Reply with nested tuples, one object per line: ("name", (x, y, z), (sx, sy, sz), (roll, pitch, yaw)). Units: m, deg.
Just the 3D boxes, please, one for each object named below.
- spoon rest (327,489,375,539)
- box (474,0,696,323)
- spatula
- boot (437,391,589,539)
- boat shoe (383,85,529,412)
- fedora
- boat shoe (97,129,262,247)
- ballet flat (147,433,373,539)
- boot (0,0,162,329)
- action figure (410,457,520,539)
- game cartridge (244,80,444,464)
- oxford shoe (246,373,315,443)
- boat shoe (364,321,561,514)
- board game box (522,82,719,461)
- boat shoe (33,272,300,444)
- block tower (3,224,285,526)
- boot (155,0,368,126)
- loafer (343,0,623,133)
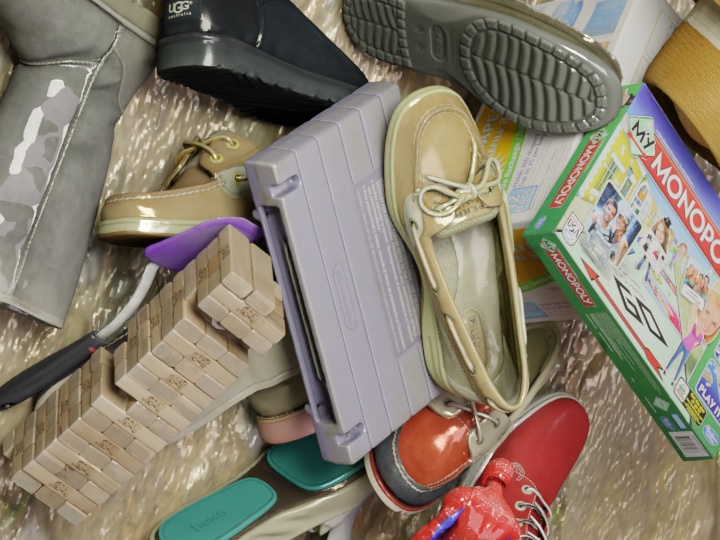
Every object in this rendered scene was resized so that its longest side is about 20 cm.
("spoon rest", (-0.006, 0.210, 1.595), (0.201, 0.060, 0.099), (-63, 164, -10))
("box", (0.141, -0.075, 1.583), (0.101, 0.112, 0.201), (44, 56, -31))
("spatula", (-0.145, 0.025, 1.443), (0.200, 0.021, 0.056), (-38, 156, 10))
("boot", (0.117, 0.175, 1.623), (0.200, 0.144, 0.072), (-52, 121, -15))
("boat shoe", (0.064, -0.012, 1.467), (0.073, 0.063, 0.202), (-17, 111, -27))
("fedora", (0.235, -0.106, 1.523), (0.082, 0.201, 0.201), (-42, 121, 6))
("boat shoe", (-0.084, -0.053, 1.491), (0.199, 0.074, 0.067), (-10, 94, -49))
("ballet flat", (-0.051, 0.151, 1.563), (0.199, 0.069, 0.070), (-27, 112, -25))
("boot", (-0.206, -0.084, 1.415), (0.181, 0.072, 0.201), (29, 88, -34))
("action figure", (0.048, 0.205, 1.544), (0.065, 0.052, 0.201), (35, 71, -14))
("game cartridge", (0.000, 0.000, 1.477), (0.130, 0.038, 0.201), (-38, 122, -46))
("oxford shoe", (0.009, 0.035, 1.573), (0.199, 0.071, 0.074), (-32, 107, -28))
("boat shoe", (0.068, 0.089, 1.574), (0.071, 0.062, 0.200), (58, 37, -6))
("board game box", (0.189, 0.002, 1.523), (0.200, 0.029, 0.135), (52, 54, -27))
("boat shoe", (-0.110, 0.053, 1.501), (0.199, 0.063, 0.073), (-22, 124, -8))
("block tower", (-0.125, 0.066, 1.424), (0.054, 0.058, 0.200), (38, 112, -24))
("boot", (-0.053, -0.184, 1.482), (0.200, 0.076, 0.169), (17, 73, -55))
("loafer", (0.085, -0.150, 1.525), (0.070, 0.199, 0.076), (-41, 147, -39))
